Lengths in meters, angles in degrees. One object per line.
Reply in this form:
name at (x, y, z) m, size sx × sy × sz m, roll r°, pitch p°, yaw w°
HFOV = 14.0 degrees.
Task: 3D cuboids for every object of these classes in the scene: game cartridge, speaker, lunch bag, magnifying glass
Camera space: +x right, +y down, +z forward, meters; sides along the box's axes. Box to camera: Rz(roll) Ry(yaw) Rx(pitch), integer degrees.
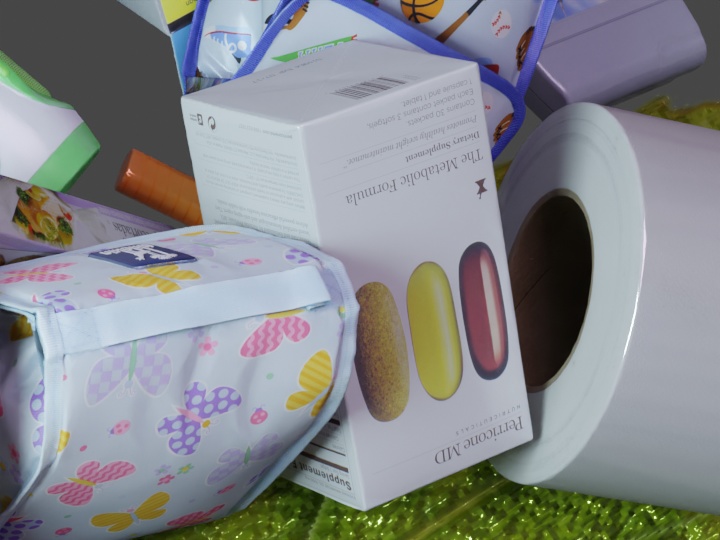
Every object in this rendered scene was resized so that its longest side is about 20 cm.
game cartridge at (0.103, -0.185, 1.713) m, size 0.133 × 0.042 × 0.200 m, roll -23°, pitch 77°, yaw -38°
speaker at (-0.229, -0.100, 1.471) m, size 0.200 × 0.088 × 0.088 m, roll 41°, pitch 55°, yaw -3°
lunch bag at (-0.110, 0.050, 1.386) m, size 0.169 × 0.200 × 0.127 m, roll -12°, pitch 72°, yaw -30°
lunch bag at (0.010, -0.140, 1.570) m, size 0.170 × 0.124 × 0.201 m, roll 26°, pitch 82°, yaw -31°
magnifying glass at (-0.037, -0.011, 1.563) m, size 0.200 × 0.022 × 0.080 m, roll 25°, pitch 57°, yaw -13°

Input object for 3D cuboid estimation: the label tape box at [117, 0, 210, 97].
label tape box at (-0.089, -0.214, 1.598) m, size 0.143 × 0.066 × 0.201 m, roll -34°, pitch 122°, yaw -36°

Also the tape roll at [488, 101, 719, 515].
tape roll at (0.157, 0.022, 1.535) m, size 0.139 × 0.203 × 0.203 m, roll 11°, pitch 61°, yaw -22°

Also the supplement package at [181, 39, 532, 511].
supplement package at (0.000, 0.000, 1.464) m, size 0.114 × 0.109 × 0.201 m, roll -21°, pitch 112°, yaw -30°

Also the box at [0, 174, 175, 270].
box at (-0.148, -0.011, 1.428) m, size 0.200 × 0.041 × 0.039 m, roll 19°, pitch 43°, yaw -63°
